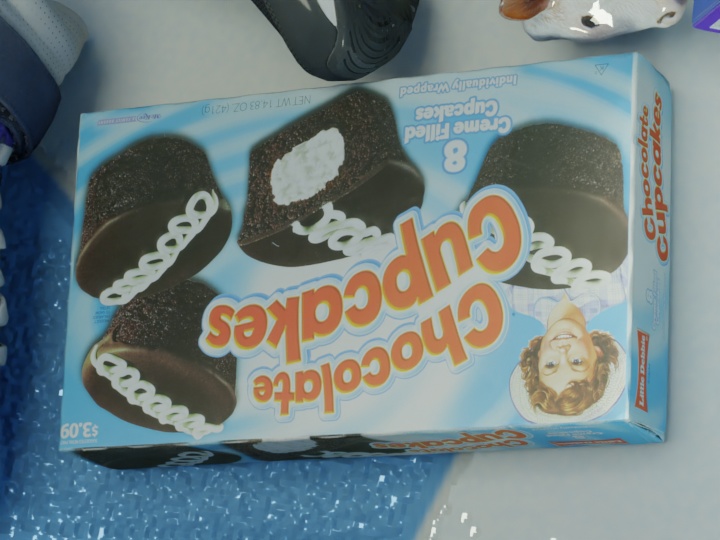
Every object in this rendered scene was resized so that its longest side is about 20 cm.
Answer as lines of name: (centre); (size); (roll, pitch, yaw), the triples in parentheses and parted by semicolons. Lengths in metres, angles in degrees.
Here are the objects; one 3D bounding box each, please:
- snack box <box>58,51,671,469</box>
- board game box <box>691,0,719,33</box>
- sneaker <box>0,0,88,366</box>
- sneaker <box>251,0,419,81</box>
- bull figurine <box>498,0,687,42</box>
snack box: (0.000, 0.000, 0.888); (0.199, 0.037, 0.117); (-5, 74, 25)
board game box: (0.151, -0.153, 0.772); (0.044, 0.200, 0.135); (9, 78, -11)
sneaker: (-0.132, -0.025, 0.939); (0.080, 0.146, 0.201); (5, 122, 49)
sneaker: (-0.048, -0.127, 0.937); (0.085, 0.074, 0.201); (-40, 53, 17)
bull figurine: (0.054, -0.167, 0.881); (0.122, 0.065, 0.200); (-50, 54, 28)
